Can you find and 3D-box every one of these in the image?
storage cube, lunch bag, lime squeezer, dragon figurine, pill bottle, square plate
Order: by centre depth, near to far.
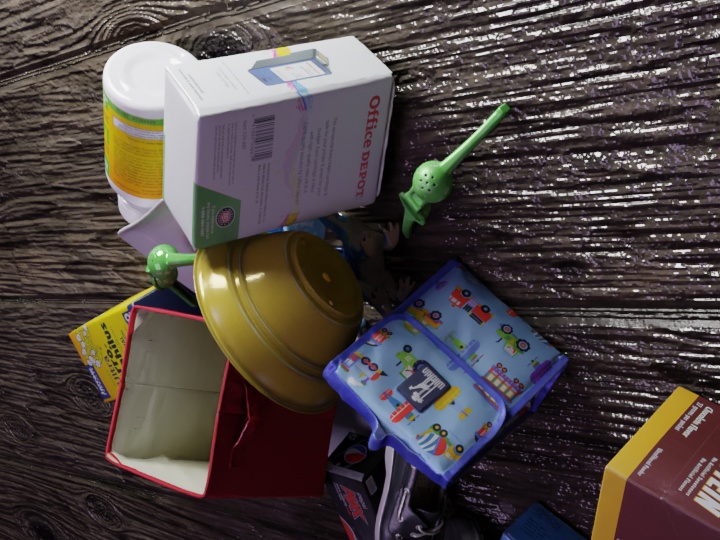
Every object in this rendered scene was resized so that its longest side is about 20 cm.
[{"bbox_3d":[0.063,-0.076,0.979,0.037,0.071,0.201,35,139,-1],"label":"lime squeezer"},{"bbox_3d":[0.069,0.106,0.988,0.150,0.199,0.095,41,138,17],"label":"lunch bag"},{"bbox_3d":[0.000,0.000,1.097,0.099,0.058,0.203,9,120,55],"label":"dragon figurine"},{"bbox_3d":[-0.141,0.143,1.160,0.198,0.178,0.174,8,86,41],"label":"storage cube"},{"bbox_3d":[-0.200,-0.001,1.180,0.200,0.069,0.038,134,135,-67],"label":"lime squeezer"},{"bbox_3d":[-0.162,-0.010,1.202,0.197,0.029,0.199,37,156,-18],"label":"square plate"},{"bbox_3d":[-0.232,-0.143,1.206,0.111,0.111,0.202,39,143,21],"label":"pill bottle"}]

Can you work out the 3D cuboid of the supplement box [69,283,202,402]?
[{"bbox_3d":[-0.277,0.087,1.407,0.199,0.109,0.110,-21,99,50],"label":"supplement box"}]

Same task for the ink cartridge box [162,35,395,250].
[{"bbox_3d":[-0.076,-0.120,0.989,0.088,0.197,0.147,51,145,39],"label":"ink cartridge box"}]

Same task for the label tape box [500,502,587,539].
[{"bbox_3d":[0.200,0.361,1.121,0.143,0.063,0.202,34,136,27],"label":"label tape box"}]

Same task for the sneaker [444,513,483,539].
[{"bbox_3d":[0.092,0.340,1.129,0.078,0.202,0.076,6,131,-1],"label":"sneaker"}]

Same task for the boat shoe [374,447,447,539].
[{"bbox_3d":[0.061,0.251,1.159,0.060,0.075,0.204,13,109,46],"label":"boat shoe"}]

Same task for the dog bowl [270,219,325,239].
[{"bbox_3d":[-0.111,-0.097,1.164,0.110,0.049,0.203,-7,108,48],"label":"dog bowl"}]

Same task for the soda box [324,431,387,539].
[{"bbox_3d":[0.024,0.284,1.225,0.070,0.063,0.202,7,128,40],"label":"soda box"}]

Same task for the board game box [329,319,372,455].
[{"bbox_3d":[-0.032,0.151,1.259,0.198,0.026,0.203,-8,108,48],"label":"board game box"}]

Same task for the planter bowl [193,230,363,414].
[{"bbox_3d":[-0.056,0.026,1.012,0.083,0.200,0.202,-37,86,27],"label":"planter bowl"}]

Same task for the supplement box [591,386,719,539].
[{"bbox_3d":[0.305,0.245,0.885,0.198,0.132,0.200,26,131,32],"label":"supplement box"}]
